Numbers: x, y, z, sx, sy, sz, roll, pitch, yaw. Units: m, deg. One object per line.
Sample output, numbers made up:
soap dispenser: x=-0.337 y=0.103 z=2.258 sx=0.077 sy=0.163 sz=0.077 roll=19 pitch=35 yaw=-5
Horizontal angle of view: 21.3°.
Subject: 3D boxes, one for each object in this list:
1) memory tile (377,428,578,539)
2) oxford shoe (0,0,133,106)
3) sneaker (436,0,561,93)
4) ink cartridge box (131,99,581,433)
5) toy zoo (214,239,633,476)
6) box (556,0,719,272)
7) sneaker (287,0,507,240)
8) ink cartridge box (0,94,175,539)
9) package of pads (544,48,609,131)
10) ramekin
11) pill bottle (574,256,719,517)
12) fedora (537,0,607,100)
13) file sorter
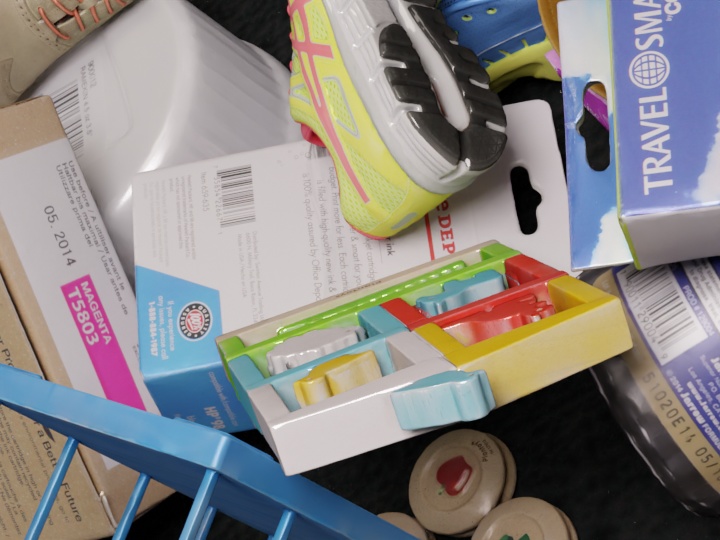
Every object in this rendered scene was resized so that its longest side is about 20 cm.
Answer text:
memory tile: x=0.048 y=0.171 z=0.802 sx=0.153 sy=0.017 sz=0.200 roll=-48 pitch=47 yaw=4
oxford shoe: x=-0.154 y=-0.148 z=0.974 sx=0.075 sy=0.070 sz=0.201 roll=29 pitch=85 yaw=38
sneaker: x=0.044 y=-0.123 z=0.918 sx=0.199 sy=0.105 sz=0.076 roll=-23 pitch=55 yaw=24
ink cartridge box: x=0.000 y=0.000 z=0.879 sx=0.199 sy=0.067 sz=0.116 roll=-10 pitch=56 yaw=5
toy zoo: x=0.019 y=0.030 z=0.716 sx=0.131 sy=0.021 sz=0.200 roll=-20 pitch=11 yaw=-8
box: x=0.166 y=-0.071 z=0.675 sx=0.199 sy=0.048 sz=0.123 roll=-7 pitch=64 yaw=14
sneaker: x=-0.007 y=-0.100 z=0.856 sx=0.090 sy=0.078 sz=0.201 roll=-52 pitch=43 yaw=40
ink cartridge box: x=-0.184 y=0.037 z=0.924 sx=0.164 sy=0.075 sz=0.201 roll=-18 pitch=96 yaw=40
package of pads: x=0.190 y=-0.123 z=0.831 sx=0.200 sy=0.076 sz=0.121 roll=-48 pitch=47 yaw=4
ramekin: x=-0.133 y=-0.058 z=1.018 sx=0.200 sy=0.098 sz=0.201 roll=-19 pitch=54 yaw=28
pill bottle: x=0.188 y=0.000 z=0.735 sx=0.200 sy=0.112 sz=0.112 roll=-34 pitch=49 yaw=16
fedora: x=0.148 y=-0.153 z=0.770 sx=0.200 sy=0.082 sz=0.202 roll=-15 pitch=60 yaw=27
file sorter: x=-0.062 y=0.138 z=0.758 sx=0.138 sy=0.200 sz=0.123 roll=11 pitch=74 yaw=41
